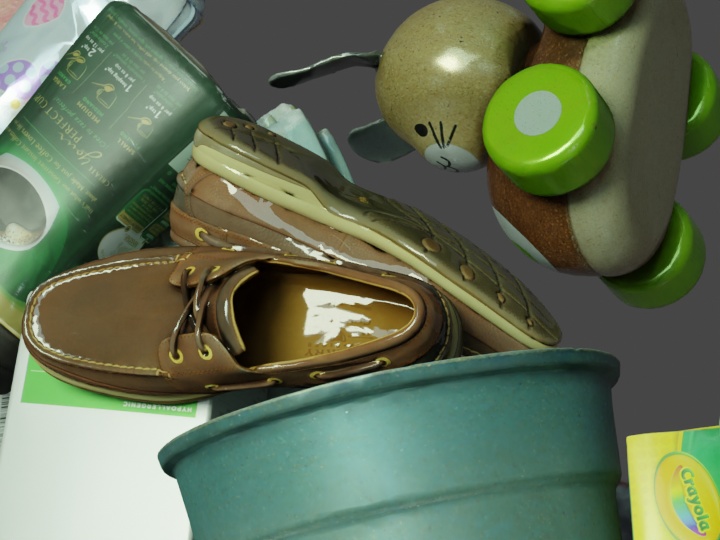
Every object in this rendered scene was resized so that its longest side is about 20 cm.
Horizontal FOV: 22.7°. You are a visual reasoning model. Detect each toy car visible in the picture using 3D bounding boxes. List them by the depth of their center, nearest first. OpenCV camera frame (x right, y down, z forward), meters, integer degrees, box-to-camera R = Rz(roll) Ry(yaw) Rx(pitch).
[{"bbox_3d":[0.058,-0.075,0.887,0.200,0.164,0.158,1,68,30],"label":"toy car"}]

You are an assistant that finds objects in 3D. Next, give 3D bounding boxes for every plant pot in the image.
[{"bbox_3d":[0.031,0.153,0.741,0.200,0.200,0.196,-15,76,13],"label":"plant pot"}]

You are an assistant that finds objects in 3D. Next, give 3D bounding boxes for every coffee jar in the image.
[{"bbox_3d":[-0.154,-0.035,0.928,0.200,0.085,0.104,-46,70,-1],"label":"coffee jar"}]

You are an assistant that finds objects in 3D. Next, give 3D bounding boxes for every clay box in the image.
[{"bbox_3d":[0.141,0.140,0.734,0.048,0.200,0.115,-7,65,13],"label":"clay box"}]

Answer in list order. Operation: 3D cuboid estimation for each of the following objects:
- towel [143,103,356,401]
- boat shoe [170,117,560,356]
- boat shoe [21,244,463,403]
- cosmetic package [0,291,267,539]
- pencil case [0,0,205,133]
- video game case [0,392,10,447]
[{"bbox_3d":[-0.064,0.027,0.945,0.171,0.048,0.200,-29,62,9],"label":"towel"},{"bbox_3d":[0.000,0.000,0.863,0.200,0.072,0.068,29,106,7],"label":"boat shoe"},{"bbox_3d":[-0.057,0.019,0.790,0.200,0.068,0.072,2,75,11],"label":"boat shoe"},{"bbox_3d":[-0.113,0.119,0.854,0.107,0.085,0.200,2,74,15],"label":"cosmetic package"},{"bbox_3d":[-0.177,-0.101,1.015,0.091,0.083,0.200,31,79,43],"label":"pencil case"},{"bbox_3d":[-0.252,0.130,0.957,0.182,0.024,0.200,-8,57,11],"label":"video game case"}]
